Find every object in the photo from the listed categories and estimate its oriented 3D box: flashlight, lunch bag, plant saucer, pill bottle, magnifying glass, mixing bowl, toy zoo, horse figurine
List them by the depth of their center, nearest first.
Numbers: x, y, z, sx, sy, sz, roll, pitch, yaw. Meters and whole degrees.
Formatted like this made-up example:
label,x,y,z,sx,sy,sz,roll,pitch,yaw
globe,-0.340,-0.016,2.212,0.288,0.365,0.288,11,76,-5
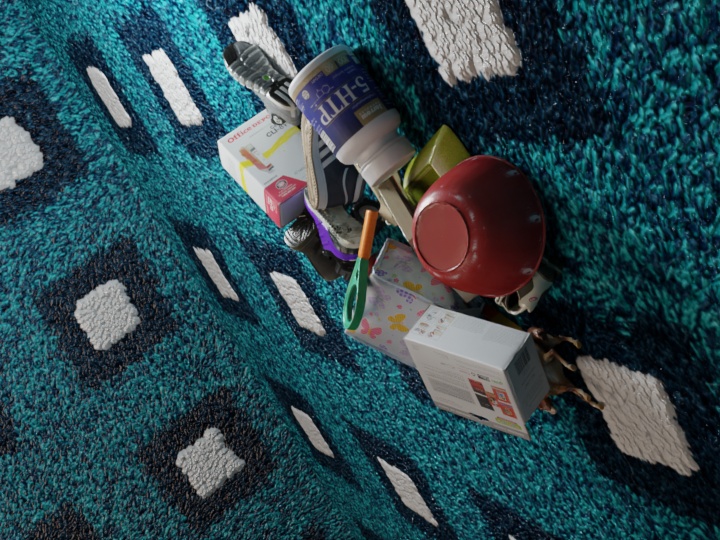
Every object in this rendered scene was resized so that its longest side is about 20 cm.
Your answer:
label,x,y,z,sx,sy,sz,roll,pitch,yaw
mixing bowl,0.144,-0.054,1.384,0.199,0.108,0.202,11,107,42
plant saucer,0.142,-0.100,1.538,0.200,0.048,0.200,54,161,2
pill bottle,-0.008,-0.235,1.555,0.201,0.119,0.120,52,161,4
horse figurine,0.305,0.153,1.586,0.132,0.050,0.201,16,141,52
magnifying glass,0.000,0.000,1.673,0.080,0.022,0.202,-150,71,-74
lunch bag,0.096,0.067,1.731,0.199,0.128,0.170,26,133,3
toy zoo,0.235,0.117,1.732,0.200,0.020,0.132,37,155,41
flashlight,-0.001,-0.051,1.880,0.067,0.068,0.201,10,143,-5

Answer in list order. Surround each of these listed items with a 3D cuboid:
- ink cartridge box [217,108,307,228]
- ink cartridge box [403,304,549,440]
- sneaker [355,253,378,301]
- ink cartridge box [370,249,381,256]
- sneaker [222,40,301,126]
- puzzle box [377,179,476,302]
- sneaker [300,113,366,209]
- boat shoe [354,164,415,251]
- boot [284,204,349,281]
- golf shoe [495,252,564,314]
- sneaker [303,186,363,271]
label,x,y,z,sx,sy,sz,roll,pitch,yaw
ink cartridge box,-0.160,-0.203,1.930,0.200,0.145,0.084,45,159,24
ink cartridge box,0.190,0.162,1.604,0.199,0.084,0.176,16,143,40
sneaker,0.051,0.046,1.871,0.115,0.078,0.200,39,169,15
ink cartridge box,0.114,0.066,1.900,0.196,0.043,0.201,21,143,55
sneaker,-0.181,-0.333,1.873,0.200,0.075,0.116,44,161,24
puzzle box,0.107,-0.044,1.571,0.200,0.025,0.134,43,-165,-46
sneaker,-0.043,-0.211,1.780,0.070,0.107,0.202,162,103,-73
boat shoe,0.053,-0.114,1.669,0.071,0.062,0.201,-88,-27,-69
boot,-0.046,-0.073,1.958,0.073,0.182,0.200,53,-171,34
golf shoe,0.216,0.017,1.481,0.077,0.089,0.200,29,168,-13
sneaker,-0.053,-0.071,1.810,0.201,0.069,0.100,-123,30,-43
